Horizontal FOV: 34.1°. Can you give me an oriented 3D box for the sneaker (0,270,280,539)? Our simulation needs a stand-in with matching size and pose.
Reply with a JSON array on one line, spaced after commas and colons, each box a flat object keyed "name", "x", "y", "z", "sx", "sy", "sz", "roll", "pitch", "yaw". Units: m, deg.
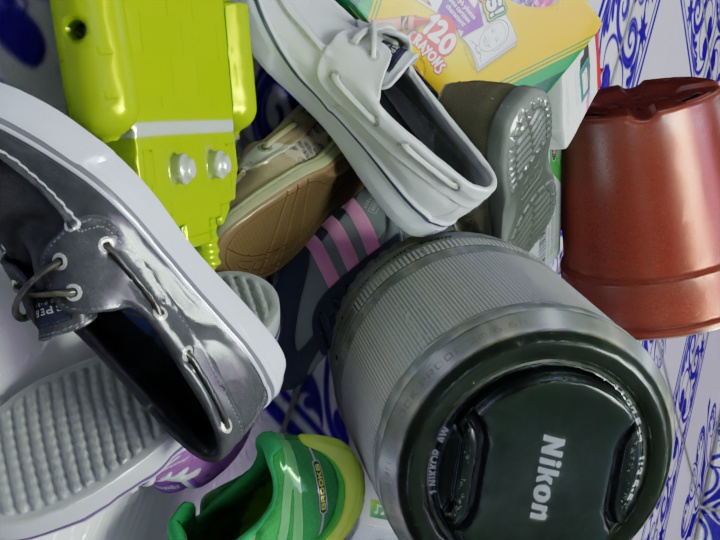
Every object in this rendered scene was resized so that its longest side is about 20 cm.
[{"name": "sneaker", "x": -0.112, "y": 0.094, "z": 0.595, "sx": 0.200, "sy": 0.073, "sz": 0.114, "roll": -34, "pitch": 148, "yaw": -43}]

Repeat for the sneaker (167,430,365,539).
[{"name": "sneaker", "x": -0.081, "y": 0.166, "z": 0.646, "sx": 0.084, "sy": 0.074, "sz": 0.200, "roll": 30, "pitch": 99, "yaw": -32}]

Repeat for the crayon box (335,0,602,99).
[{"name": "crayon box", "x": 0.057, "y": -0.181, "z": 0.754, "sx": 0.119, "sy": 0.058, "sz": 0.200, "roll": -51, "pitch": 129, "yaw": 0}]

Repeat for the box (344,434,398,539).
[{"name": "box", "x": 0.064, "y": 0.110, "z": 0.820, "sx": 0.036, "sy": 0.144, "sz": 0.200, "roll": 116, "pitch": -17, "yaw": -47}]

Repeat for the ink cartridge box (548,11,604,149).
[{"name": "ink cartridge box", "x": 0.127, "y": -0.160, "z": 0.950, "sx": 0.200, "sy": 0.116, "sz": 0.067, "roll": -53, "pitch": 140, "yaw": -58}]

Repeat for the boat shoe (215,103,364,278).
[{"name": "boat shoe", "x": -0.047, "y": -0.057, "z": 0.711, "sx": 0.200, "sy": 0.063, "sz": 0.073, "roll": -42, "pitch": 160, "yaw": -50}]

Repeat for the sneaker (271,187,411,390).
[{"name": "sneaker", "x": 0.000, "y": 0.000, "z": 0.784, "sx": 0.070, "sy": 0.082, "sz": 0.200, "roll": 73, "pitch": 35, "yaw": -48}]

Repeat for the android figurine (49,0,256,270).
[{"name": "android figurine", "x": -0.095, "y": -0.094, "z": 0.563, "sx": 0.182, "sy": 0.041, "sz": 0.200, "roll": -22, "pitch": 107, "yaw": -74}]

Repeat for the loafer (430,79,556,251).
[{"name": "loafer", "x": 0.084, "y": -0.059, "z": 0.773, "sx": 0.075, "sy": 0.070, "sz": 0.200, "roll": -50, "pitch": 156, "yaw": -25}]

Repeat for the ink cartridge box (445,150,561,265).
[{"name": "ink cartridge box", "x": 0.102, "y": -0.049, "z": 0.983, "sx": 0.200, "sy": 0.083, "sz": 0.147, "roll": -39, "pitch": 132, "yaw": -57}]

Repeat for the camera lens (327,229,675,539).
[{"name": "camera lens", "x": 0.072, "y": 0.072, "z": 0.669, "sx": 0.200, "sy": 0.160, "sz": 0.160, "roll": -123, "pitch": -149, "yaw": -69}]

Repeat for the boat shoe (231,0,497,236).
[{"name": "boat shoe", "x": 0.005, "y": -0.113, "z": 0.679, "sx": 0.200, "sy": 0.065, "sz": 0.074, "roll": 49, "pitch": 40, "yaw": -14}]

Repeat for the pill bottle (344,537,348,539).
[{"name": "pill bottle", "x": -0.042, "y": 0.259, "z": 0.716, "sx": 0.200, "sy": 0.112, "sz": 0.112, "roll": -53, "pitch": 143, "yaw": -57}]

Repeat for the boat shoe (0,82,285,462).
[{"name": "boat shoe", "x": -0.114, "y": 0.008, "z": 0.501, "sx": 0.200, "sy": 0.070, "sz": 0.066, "roll": 51, "pitch": 46, "yaw": -27}]

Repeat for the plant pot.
[{"name": "plant pot", "x": 0.264, "y": -0.065, "z": 1.072, "sx": 0.201, "sy": 0.201, "sz": 0.195, "roll": -40, "pitch": 122, "yaw": -55}]
